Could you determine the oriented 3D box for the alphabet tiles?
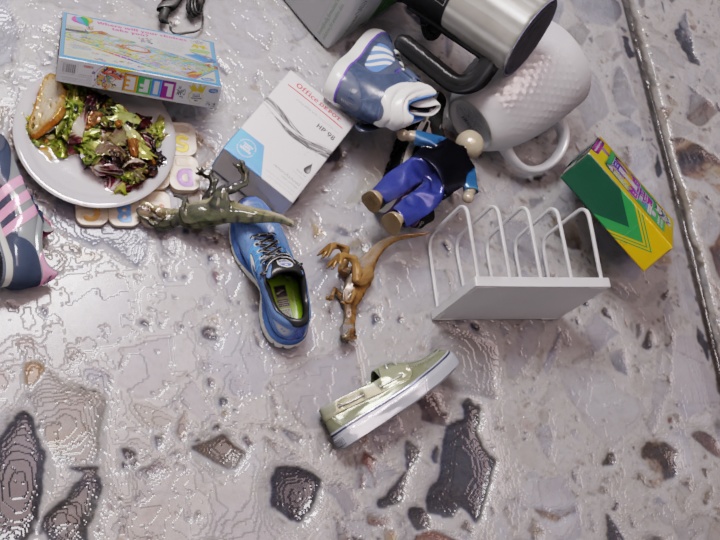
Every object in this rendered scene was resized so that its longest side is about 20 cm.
[{"bbox_3d":[-0.306,-0.148,1.337,0.199,0.015,0.196,0,71,-22],"label":"alphabet tiles"}]

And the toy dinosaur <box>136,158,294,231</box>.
[{"bbox_3d":[-0.176,-0.090,1.316,0.199,0.047,0.088,0,69,9],"label":"toy dinosaur"}]

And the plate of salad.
[{"bbox_3d":[-0.326,-0.173,1.303,0.200,0.048,0.201,8,65,-19],"label":"plate of salad"}]

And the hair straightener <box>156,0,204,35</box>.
[{"bbox_3d":[-0.223,-0.400,1.444,0.077,0.041,0.200,21,60,-14],"label":"hair straightener"}]

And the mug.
[{"bbox_3d":[0.231,-0.234,1.515,0.175,0.148,0.200,-38,107,-21],"label":"mug"}]

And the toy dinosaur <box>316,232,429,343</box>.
[{"bbox_3d":[0.000,0.000,1.390,0.106,0.060,0.200,42,65,-30],"label":"toy dinosaur"}]

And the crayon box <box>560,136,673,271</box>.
[{"bbox_3d":[0.370,-0.099,1.498,0.173,0.058,0.200,50,22,1],"label":"crayon box"}]

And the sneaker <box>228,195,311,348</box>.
[{"bbox_3d":[-0.104,-0.007,1.322,0.078,0.089,0.200,-17,76,-26],"label":"sneaker"}]

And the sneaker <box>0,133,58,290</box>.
[{"bbox_3d":[-0.411,-0.070,1.248,0.082,0.070,0.201,4,68,-42],"label":"sneaker"}]

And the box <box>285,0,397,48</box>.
[{"bbox_3d":[-0.022,-0.466,1.459,0.171,0.199,0.200,-38,88,-28],"label":"box"}]

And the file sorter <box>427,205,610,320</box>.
[{"bbox_3d":[0.205,-0.012,1.419,0.199,0.139,0.125,0,69,-21],"label":"file sorter"}]

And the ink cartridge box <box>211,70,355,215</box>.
[{"bbox_3d":[-0.091,-0.182,1.403,0.116,0.067,0.200,38,62,-5],"label":"ink cartridge box"}]

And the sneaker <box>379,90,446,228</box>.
[{"bbox_3d":[0.091,-0.151,1.469,0.087,0.076,0.200,28,72,-17],"label":"sneaker"}]

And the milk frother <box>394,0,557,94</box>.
[{"bbox_3d":[0.159,-0.350,1.436,0.188,0.181,0.200,38,37,12],"label":"milk frother"}]

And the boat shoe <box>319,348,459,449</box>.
[{"bbox_3d":[0.038,0.149,1.331,0.200,0.072,0.062,-32,87,-25],"label":"boat shoe"}]

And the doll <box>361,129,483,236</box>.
[{"bbox_3d":[0.093,-0.133,1.399,0.200,0.048,0.137,-37,80,-28],"label":"doll"}]

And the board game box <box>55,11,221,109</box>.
[{"bbox_3d":[-0.283,-0.269,1.340,0.199,0.034,0.135,8,35,-18],"label":"board game box"}]

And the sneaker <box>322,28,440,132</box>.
[{"bbox_3d":[0.047,-0.253,1.437,0.146,0.081,0.200,27,35,7],"label":"sneaker"}]
